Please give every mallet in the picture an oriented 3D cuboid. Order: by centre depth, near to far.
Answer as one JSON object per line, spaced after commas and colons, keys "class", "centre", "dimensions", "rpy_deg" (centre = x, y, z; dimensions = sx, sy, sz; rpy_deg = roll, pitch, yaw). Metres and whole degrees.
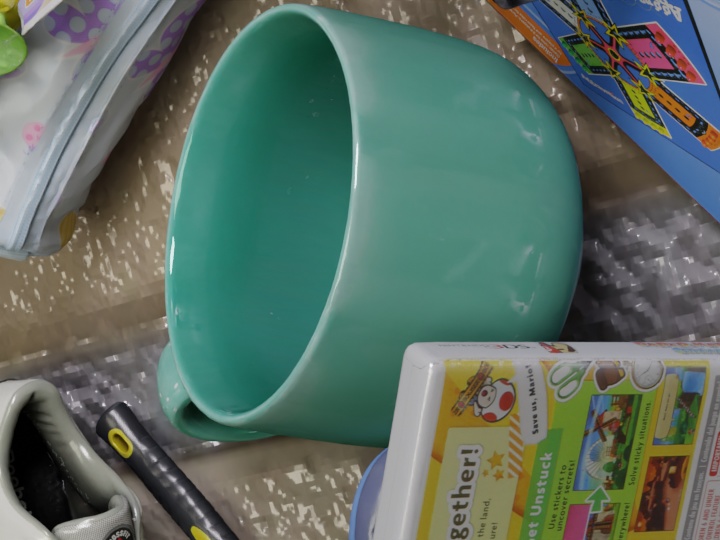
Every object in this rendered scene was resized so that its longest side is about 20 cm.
{"class": "mallet", "centre": [-0.049, 0.140, 0.921], "dimensions": [0.200, 0.041, 0.066], "rpy_deg": [40, 118, 23]}

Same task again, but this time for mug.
{"class": "mug", "centre": [0.003, -0.011, 0.806], "dimensions": [0.185, 0.114, 0.153], "rpy_deg": [-8, 75, 62]}

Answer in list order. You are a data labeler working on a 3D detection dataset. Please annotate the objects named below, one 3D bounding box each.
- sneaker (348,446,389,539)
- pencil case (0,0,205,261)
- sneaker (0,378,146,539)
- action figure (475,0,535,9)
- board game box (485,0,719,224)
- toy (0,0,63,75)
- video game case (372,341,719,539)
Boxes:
{"class": "sneaker", "centre": [0.035, 0.137, 0.808], "dimensions": [0.082, 0.074, 0.201], "rpy_deg": [40, 155, 55]}
{"class": "pencil case", "centre": [-0.111, -0.100, 0.881], "dimensions": [0.200, 0.083, 0.091], "rpy_deg": [-54, 55, 27]}
{"class": "sneaker", "centre": [-0.117, 0.138, 0.920], "dimensions": [0.201, 0.074, 0.088], "rpy_deg": [61, 146, 5]}
{"class": "action figure", "centre": [0.000, -0.155, 0.757], "dimensions": [0.199, 0.102, 0.119], "rpy_deg": [20, 138, 28]}
{"class": "board game box", "centre": [0.132, -0.065, 0.760], "dimensions": [0.200, 0.019, 0.103], "rpy_deg": [46, 144, 15]}
{"class": "toy", "centre": [-0.152, -0.168, 0.847], "dimensions": [0.115, 0.047, 0.201], "rpy_deg": [-35, 51, 42]}
{"class": "video game case", "centre": [0.082, 0.122, 0.766], "dimensions": [0.023, 0.181, 0.201], "rpy_deg": [36, 120, 57]}
